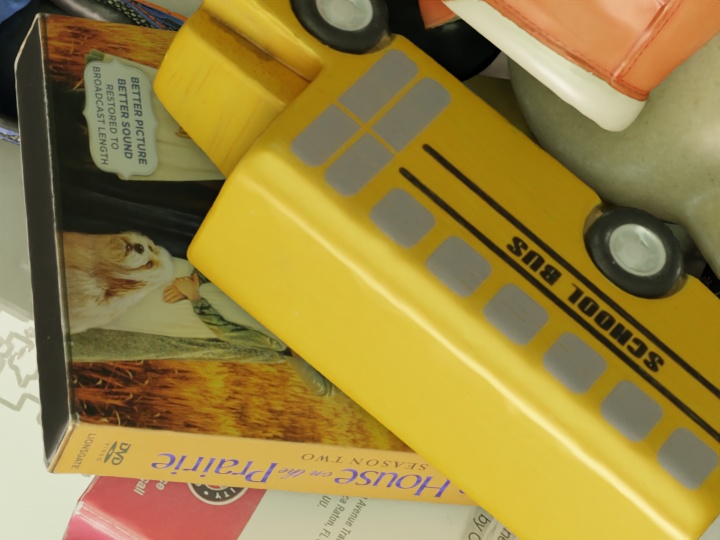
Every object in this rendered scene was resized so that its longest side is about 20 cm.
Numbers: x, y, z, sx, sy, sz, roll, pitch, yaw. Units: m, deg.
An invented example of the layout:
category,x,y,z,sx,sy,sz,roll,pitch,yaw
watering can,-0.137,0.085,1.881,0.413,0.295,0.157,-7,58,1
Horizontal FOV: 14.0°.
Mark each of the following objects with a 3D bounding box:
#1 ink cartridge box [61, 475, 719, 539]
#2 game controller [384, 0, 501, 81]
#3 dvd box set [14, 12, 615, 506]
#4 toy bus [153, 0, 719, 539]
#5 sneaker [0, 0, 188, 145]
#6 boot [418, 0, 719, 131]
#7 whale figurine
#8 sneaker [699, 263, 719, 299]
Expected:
category,x,y,z,sx,sy,sz,roll,pitch,yaw
ink cartridge box,0.023,0.090,0.897,0.200,0.084,0.145,30,52,2
game controller,0.022,-0.158,0.872,0.104,0.042,0.200,19,97,14
dvd box set,0.000,0.000,0.871,0.200,0.029,0.147,7,54,-21
toy bus,0.023,0.000,0.819,0.200,0.065,0.078,40,52,5
sneaker,-0.128,-0.079,0.938,0.200,0.078,0.075,14,89,2
boot,0.026,-0.127,0.816,0.200,0.075,0.107,40,109,13
whale figurine,0.142,-0.067,0.857,0.200,0.104,0.159,14,90,35
sneaker,0.203,0.024,0.928,0.199,0.076,0.114,18,97,7
